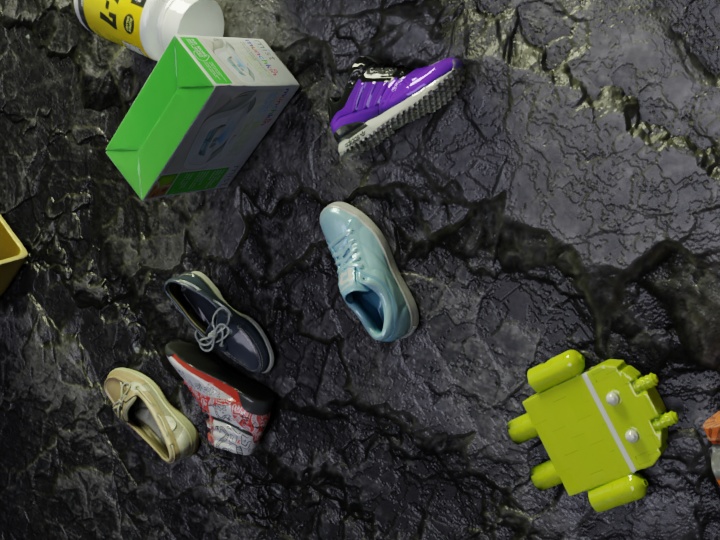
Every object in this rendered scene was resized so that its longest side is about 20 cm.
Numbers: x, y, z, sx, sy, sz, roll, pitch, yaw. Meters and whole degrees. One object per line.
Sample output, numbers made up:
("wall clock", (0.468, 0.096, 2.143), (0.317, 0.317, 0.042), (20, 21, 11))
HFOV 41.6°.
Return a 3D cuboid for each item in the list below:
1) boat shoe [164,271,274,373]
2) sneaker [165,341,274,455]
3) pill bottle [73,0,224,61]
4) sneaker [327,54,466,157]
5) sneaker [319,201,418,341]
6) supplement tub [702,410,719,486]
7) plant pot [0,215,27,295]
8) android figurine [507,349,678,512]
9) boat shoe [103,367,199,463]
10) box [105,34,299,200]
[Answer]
("boat shoe", (-0.205, 0.077, 1.368), (0.200, 0.062, 0.075), (48, 119, 17))
("sneaker", (-0.222, 0.192, 1.398), (0.200, 0.067, 0.109), (27, 110, 24))
("pill bottle", (-0.291, -0.357, 1.313), (0.198, 0.114, 0.116), (26, 112, 27))
("sneaker", (0.031, -0.223, 1.150), (0.199, 0.069, 0.101), (-27, 82, 34))
("sneaker", (0.000, 0.000, 1.205), (0.074, 0.082, 0.201), (-42, 76, 31))
("supplement tub", (0.431, 0.223, 0.937), (0.122, 0.122, 0.202), (-32, 81, 33))
("plant pot", (-0.726, -0.011, 1.630), (0.196, 0.193, 0.201), (50, 130, 15))
("android figurine", (0.267, 0.181, 1.089), (0.199, 0.041, 0.184), (-30, 82, 36))
("boat shoe", (-0.339, 0.226, 1.485), (0.200, 0.063, 0.074), (39, 118, 21))
("box", (-0.208, -0.203, 1.248), (0.097, 0.176, 0.200), (50, 121, 15))
